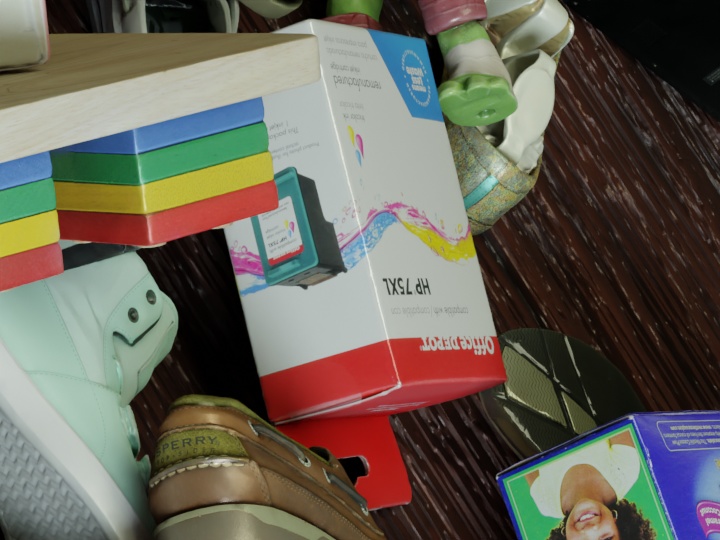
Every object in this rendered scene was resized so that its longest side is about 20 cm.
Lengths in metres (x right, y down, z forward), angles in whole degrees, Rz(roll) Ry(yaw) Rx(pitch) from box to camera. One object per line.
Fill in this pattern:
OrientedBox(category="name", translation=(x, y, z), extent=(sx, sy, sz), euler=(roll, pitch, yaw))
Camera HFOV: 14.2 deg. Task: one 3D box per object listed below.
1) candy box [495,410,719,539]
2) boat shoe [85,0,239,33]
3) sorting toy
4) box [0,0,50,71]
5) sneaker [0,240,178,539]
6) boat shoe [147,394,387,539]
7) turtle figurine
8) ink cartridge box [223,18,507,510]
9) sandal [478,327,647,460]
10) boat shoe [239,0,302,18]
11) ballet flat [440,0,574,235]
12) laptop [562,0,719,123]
OrientedBox(category="candy box", translation=(0.157, 0.164, 1.230), extent=(0.169, 0.077, 0.201), euler=(4, 61, -58))
OrientedBox(category="boat shoe", translation=(-0.081, -0.110, 1.294), extent=(0.073, 0.067, 0.201), euler=(21, 50, -32))
OrientedBox(category="sorting toy", translation=(-0.149, -0.041, 1.104), extent=(0.200, 0.198, 0.070), euler=(-19, 107, -46))
OrientedBox(category="box", translation=(-0.183, -0.181, 1.094), extent=(0.109, 0.128, 0.200), euler=(-8, 47, -4))
OrientedBox(category="sneaker", translation=(-0.095, 0.063, 1.154), extent=(0.118, 0.074, 0.201), euler=(-25, 79, -43))
OrientedBox(category="boat shoe", translation=(-0.024, 0.100, 1.147), extent=(0.200, 0.072, 0.068), euler=(49, 30, -64))
OrientedBox(category="turtle figurine", translation=(0.005, -0.166, 1.349), extent=(0.143, 0.200, 0.195), euler=(-3, 71, -19))
OrientedBox(category="ink cartridge box", translation=(0.000, 0.000, 1.247), extent=(0.116, 0.067, 0.201), euler=(0, 75, -64))
OrientedBox(category="sandal", translation=(0.113, 0.097, 1.350), extent=(0.201, 0.057, 0.080), euler=(38, 42, -41))
OrientedBox(category="boat shoe", translation=(-0.064, -0.178, 1.233), extent=(0.199, 0.066, 0.075), euler=(42, 36, -42))
OrientedBox(category="ballet flat", translation=(0.073, -0.101, 1.434), extent=(0.071, 0.071, 0.200), euler=(35, 44, -20))
OrientedBox(category="laptop", translation=(0.196, -0.209, 1.528), extent=(0.200, 0.187, 0.116), euler=(36, 44, -20))
